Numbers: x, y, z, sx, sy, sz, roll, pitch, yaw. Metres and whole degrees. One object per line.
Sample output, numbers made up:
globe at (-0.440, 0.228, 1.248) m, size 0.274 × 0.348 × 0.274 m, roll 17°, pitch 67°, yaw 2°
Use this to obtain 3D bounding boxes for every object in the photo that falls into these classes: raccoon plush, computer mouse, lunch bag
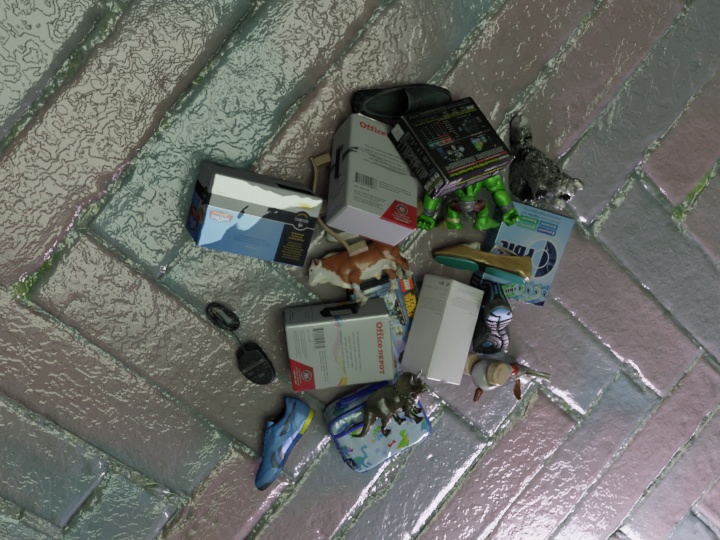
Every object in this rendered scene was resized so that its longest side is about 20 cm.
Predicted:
raccoon plush at (0.384, -0.220, 1.639) m, size 0.134 × 0.097 × 0.201 m, roll -13°, pitch 111°, yaw -25°
computer mouse at (-0.229, 0.140, 1.552) m, size 0.058 × 0.034 × 0.200 m, roll -28°, pitch 111°, yaw 8°
lunch bag at (0.034, 0.312, 1.667) m, size 0.199 × 0.082 × 0.161 m, roll -25°, pitch 116°, yaw -4°

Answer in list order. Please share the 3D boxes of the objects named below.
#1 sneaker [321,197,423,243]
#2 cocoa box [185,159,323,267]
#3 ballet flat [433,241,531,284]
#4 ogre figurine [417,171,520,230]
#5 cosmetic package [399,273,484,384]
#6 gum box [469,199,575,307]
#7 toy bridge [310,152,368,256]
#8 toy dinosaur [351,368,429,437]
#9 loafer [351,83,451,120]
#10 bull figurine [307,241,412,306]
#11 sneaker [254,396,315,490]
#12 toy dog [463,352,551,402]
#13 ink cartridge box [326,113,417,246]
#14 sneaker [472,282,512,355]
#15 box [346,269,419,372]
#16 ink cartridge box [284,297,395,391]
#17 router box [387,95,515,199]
sneaker at (0.020, -0.123, 1.534) m, size 0.200 × 0.067 × 0.090 m, roll -18°, pitch 115°, yaw -8°
cocoa box at (-0.190, -0.100, 1.428) m, size 0.199 × 0.133 × 0.132 m, roll 12°, pitch 103°, yaw -24°
ballet flat at (0.249, -0.024, 1.636) m, size 0.199 × 0.069 × 0.063 m, roll 16°, pitch 72°, yaw 9°
ogre figurine at (0.210, -0.141, 1.584) m, size 0.199 × 0.098 × 0.120 m, roll 3°, pitch 107°, yaw 17°
cosmetic package at (0.165, 0.119, 1.626) m, size 0.107 × 0.085 × 0.201 m, roll 21°, pitch 85°, yaw -42°
gum box at (0.340, -0.037, 1.701) m, size 0.169 × 0.045 × 0.201 m, roll 13°, pitch 101°, yaw -23°
toy bridge at (-0.053, -0.118, 1.484) m, size 0.067 × 0.027 × 0.201 m, roll -22°, pitch 81°, yaw -3°
toy dinosaur at (0.062, 0.261, 1.583) m, size 0.200 × 0.077 × 0.102 m, roll -27°, pitch 101°, yaw 23°
loafer at (0.083, -0.309, 1.501) m, size 0.200 × 0.070 × 0.068 m, roll -7°, pitch 109°, yaw -19°
bull figurine at (0.000, 0.000, 1.552) m, size 0.200 × 0.065 × 0.122 m, roll -24°, pitch 71°, yaw -19°
sneaker at (-0.172, 0.344, 1.621) m, size 0.078 × 0.066 × 0.200 m, roll 29°, pitch 94°, yaw -15°
toy dog at (0.297, 0.241, 1.730) m, size 0.199 × 0.132 × 0.097 m, roll 16°, pitch 91°, yaw -24°
ink cartridge box at (0.023, -0.164, 1.461) m, size 0.144 × 0.084 × 0.201 m, roll 17°, pitch 60°, yaw -25°
sneaker at (0.276, 0.106, 1.688) m, size 0.073 × 0.082 × 0.200 m, roll 0°, pitch 142°, yaw -6°
box at (0.059, 0.111, 1.644) m, size 0.137 × 0.040 × 0.201 m, roll -18°, pitch 112°, yaw -14°
ink cartridge box at (-0.040, 0.143, 1.563) m, size 0.199 × 0.083 × 0.146 m, roll -6°, pitch 112°, yaw -4°
router box at (0.168, -0.228, 1.485) m, size 0.200 × 0.062 × 0.150 m, roll -23°, pitch 73°, yaw -38°
